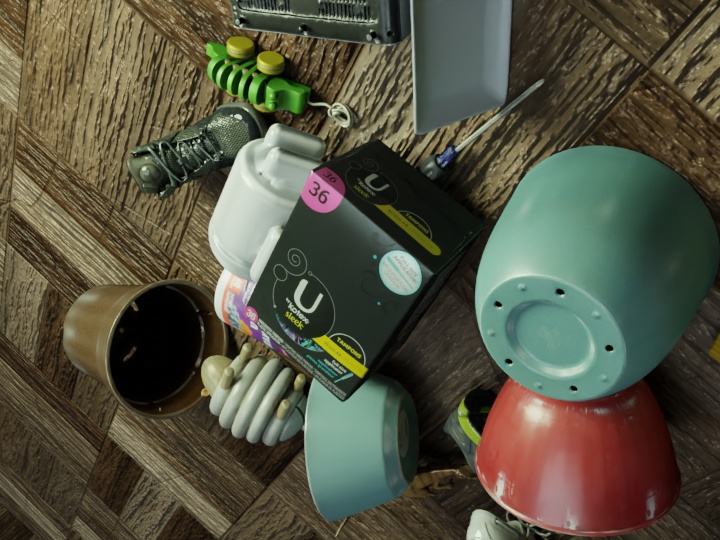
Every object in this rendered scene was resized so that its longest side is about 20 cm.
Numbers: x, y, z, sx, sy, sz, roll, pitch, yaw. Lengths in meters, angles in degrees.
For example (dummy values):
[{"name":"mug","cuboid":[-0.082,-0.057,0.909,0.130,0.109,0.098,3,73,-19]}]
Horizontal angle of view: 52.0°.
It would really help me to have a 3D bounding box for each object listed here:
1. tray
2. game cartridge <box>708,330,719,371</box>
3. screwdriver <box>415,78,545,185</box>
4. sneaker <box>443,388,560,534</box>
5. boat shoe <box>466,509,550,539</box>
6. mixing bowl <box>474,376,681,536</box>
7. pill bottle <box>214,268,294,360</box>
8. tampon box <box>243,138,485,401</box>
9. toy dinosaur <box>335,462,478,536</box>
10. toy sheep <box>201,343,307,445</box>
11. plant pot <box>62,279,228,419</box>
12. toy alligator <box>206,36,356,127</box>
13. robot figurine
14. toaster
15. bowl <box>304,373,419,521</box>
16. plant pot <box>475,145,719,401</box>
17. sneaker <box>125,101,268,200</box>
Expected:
[{"name":"tray","cuboid":[0.080,-0.221,0.610,0.022,0.107,0.202,39,143,45]},{"name":"game cartridge","cuboid":[0.382,0.056,0.576,0.176,0.032,0.201,46,144,38]},{"name":"screwdriver","cuboid":[0.103,-0.128,0.711,0.200,0.028,0.029,-43,62,45]},{"name":"sneaker","cuboid":[0.181,0.235,0.897,0.200,0.074,0.081,51,144,5]},{"name":"boat shoe","cuboid":[0.206,0.355,0.960,0.201,0.087,0.074,34,140,-31]},{"name":"mixing bowl","cuboid":[0.211,0.145,0.718,0.199,0.200,0.109,11,117,31]},{"name":"pill bottle","cuboid":[-0.073,0.053,0.919,0.199,0.111,0.112,25,133,21]},{"name":"tampon box","cuboid":[0.000,0.000,0.753,0.150,0.126,0.201,39,128,11]},{"name":"toy dinosaur","cuboid":[0.059,0.286,0.990,0.199,0.106,0.061,-25,74,7]},{"name":"toy sheep","cuboid":[-0.142,0.185,1.063,0.199,0.138,0.138,32,136,6]},{"name":"plant pot","cuboid":[-0.338,0.103,1.119,0.197,0.200,0.202,8,126,44]},{"name":"toy alligator","cuboid":[-0.100,-0.195,0.795,0.199,0.054,0.060,31,136,16]},{"name":"robot figurine","cuboid":[-0.103,-0.066,0.830,0.112,0.171,0.201,17,133,-18]},{"name":"toaster","cuboid":[-0.030,-0.302,0.613,0.179,0.119,0.202,15,130,28]},{"name":"bowl","cuboid":[0.012,0.213,0.935,0.104,0.201,0.202,-4,120,17]},{"name":"plant pot","cuboid":[0.193,0.016,0.648,0.199,0.161,0.202,20,131,24]},{"name":"sneaker","cuboid":[-0.198,-0.136,0.876,0.198,0.114,0.077,-7,118,39]}]
